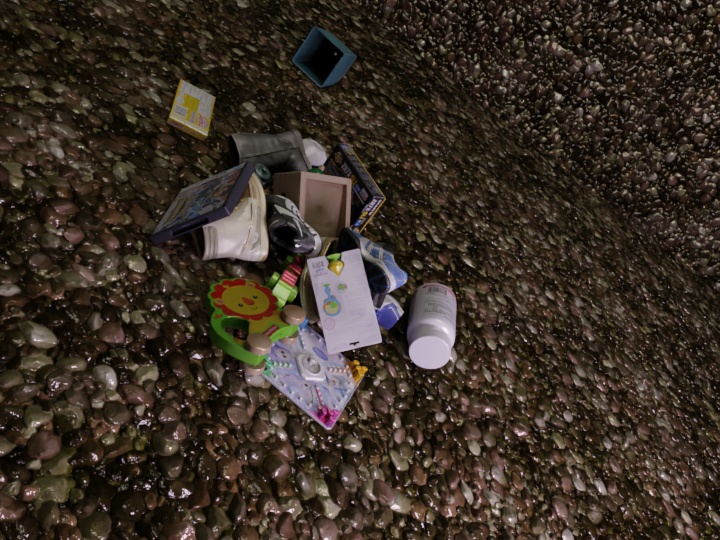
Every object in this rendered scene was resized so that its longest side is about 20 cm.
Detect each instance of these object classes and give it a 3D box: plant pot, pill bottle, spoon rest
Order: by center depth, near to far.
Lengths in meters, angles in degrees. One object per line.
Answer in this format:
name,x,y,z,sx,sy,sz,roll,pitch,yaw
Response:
pill bottle,0.167,0.129,1.650,0.113,0.113,0.200,32,33,-12
spoon rest,-0.156,-0.326,1.947,0.099,0.061,0.200,47,19,9
plant pot,-0.105,-0.728,2.418,0.141,0.141,0.200,44,25,7

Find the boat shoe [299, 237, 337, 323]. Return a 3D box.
boat shoe,-0.086,0.015,1.513,0.074,0.066,0.201,45,42,-58

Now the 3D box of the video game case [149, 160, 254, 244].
video game case,-0.318,-0.141,1.431,0.026,0.180,0.200,61,22,-28

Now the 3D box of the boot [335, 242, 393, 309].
boot,0.000,0.000,1.569,0.130,0.068,0.201,13,41,-5

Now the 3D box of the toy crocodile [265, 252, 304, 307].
toy crocodile,-0.150,0.011,1.516,0.067,0.062,0.200,36,32,-5

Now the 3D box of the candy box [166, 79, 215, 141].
candy box,-0.426,-0.408,1.782,0.102,0.026,0.201,27,34,-24

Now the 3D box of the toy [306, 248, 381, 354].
toy,-0.036,0.064,1.463,0.114,0.047,0.201,-12,83,-10

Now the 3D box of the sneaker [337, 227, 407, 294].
sneaker,0.021,-0.022,1.512,0.077,0.076,0.200,-11,48,-38

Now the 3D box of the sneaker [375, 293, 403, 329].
sneaker,-0.011,0.071,1.584,0.199,0.081,0.115,41,38,8

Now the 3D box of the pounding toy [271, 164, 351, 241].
pounding toy,-0.116,-0.163,1.657,0.183,0.142,0.201,2,91,-45

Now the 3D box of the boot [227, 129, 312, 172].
boot,-0.224,-0.268,1.769,0.199,0.072,0.183,-21,90,-45

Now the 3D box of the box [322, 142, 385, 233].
box,-0.039,-0.199,1.800,0.049,0.160,0.200,1,48,-46

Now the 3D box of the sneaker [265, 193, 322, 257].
sneaker,-0.168,-0.103,1.510,0.090,0.067,0.200,1,39,-51

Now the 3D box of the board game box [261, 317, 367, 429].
board game box,-0.095,0.188,1.388,0.200,0.026,0.200,40,32,0

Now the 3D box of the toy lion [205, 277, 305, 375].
toy lion,-0.217,0.088,1.333,0.191,0.069,0.200,28,31,13

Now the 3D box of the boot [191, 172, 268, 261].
boot,-0.278,-0.117,1.477,0.154,0.072,0.201,-1,76,-33

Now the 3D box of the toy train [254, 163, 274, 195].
toy train,-0.243,-0.172,1.634,0.114,0.085,0.200,47,31,-6
